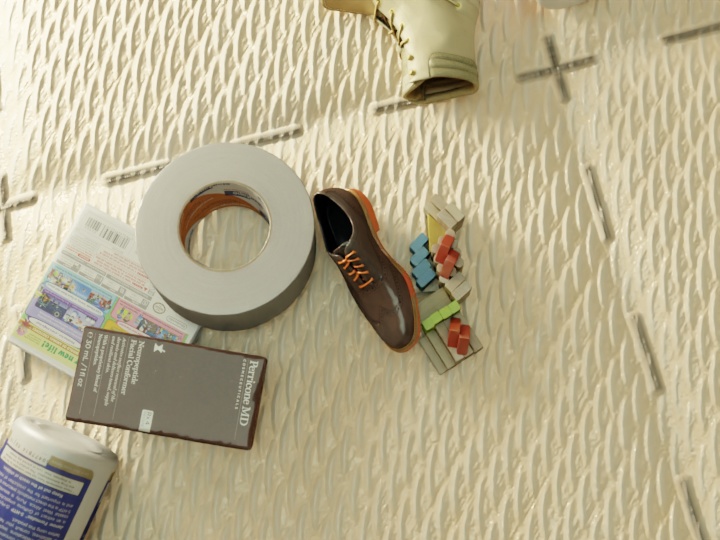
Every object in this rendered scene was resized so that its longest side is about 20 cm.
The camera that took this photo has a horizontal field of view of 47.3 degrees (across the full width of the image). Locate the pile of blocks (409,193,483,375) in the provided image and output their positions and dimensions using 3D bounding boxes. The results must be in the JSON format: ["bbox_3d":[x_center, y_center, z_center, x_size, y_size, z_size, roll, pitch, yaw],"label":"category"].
[{"bbox_3d":[0.086,0.010,0.912,0.080,0.062,0.204,-8,77,2],"label":"pile of blocks"}]

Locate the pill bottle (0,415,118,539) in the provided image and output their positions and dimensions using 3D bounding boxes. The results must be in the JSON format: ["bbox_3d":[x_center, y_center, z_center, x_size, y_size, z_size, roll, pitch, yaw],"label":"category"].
[{"bbox_3d":[-0.348,0.268,0.859,0.118,0.120,0.203,23,80,8],"label":"pill bottle"}]

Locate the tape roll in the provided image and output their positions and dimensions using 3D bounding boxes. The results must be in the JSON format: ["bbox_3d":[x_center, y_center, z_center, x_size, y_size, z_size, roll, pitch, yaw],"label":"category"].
[{"bbox_3d":[-0.148,-0.038,0.923,0.196,0.066,0.204,0,70,-1],"label":"tape roll"}]

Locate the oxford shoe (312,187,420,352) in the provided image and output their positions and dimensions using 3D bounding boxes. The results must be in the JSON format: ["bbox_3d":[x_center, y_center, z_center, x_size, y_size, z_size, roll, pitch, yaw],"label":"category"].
[{"bbox_3d":[0.000,0.000,0.905,0.071,0.072,0.202,-36,70,27],"label":"oxford shoe"}]

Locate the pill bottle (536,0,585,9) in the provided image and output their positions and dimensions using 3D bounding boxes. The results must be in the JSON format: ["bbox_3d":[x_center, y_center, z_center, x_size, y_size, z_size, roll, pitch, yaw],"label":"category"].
[{"bbox_3d":[0.227,-0.425,0.967,0.112,0.114,0.203,-18,77,0],"label":"pill bottle"}]

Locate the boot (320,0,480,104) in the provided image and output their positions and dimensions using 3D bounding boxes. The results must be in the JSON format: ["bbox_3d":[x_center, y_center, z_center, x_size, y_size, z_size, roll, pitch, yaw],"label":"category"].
[{"bbox_3d":[0.044,-0.279,0.970,0.196,0.073,0.159,2,75,-1],"label":"boot"}]

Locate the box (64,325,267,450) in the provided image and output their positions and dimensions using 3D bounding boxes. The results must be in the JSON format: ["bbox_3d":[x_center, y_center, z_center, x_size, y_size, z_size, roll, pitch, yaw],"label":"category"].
[{"bbox_3d":[-0.204,0.127,0.885,0.196,0.075,0.102,10,81,-6],"label":"box"}]

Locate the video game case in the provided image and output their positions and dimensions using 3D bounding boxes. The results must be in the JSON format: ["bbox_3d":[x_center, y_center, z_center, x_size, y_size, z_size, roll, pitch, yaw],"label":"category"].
[{"bbox_3d":[-0.280,0.045,0.952,0.198,0.022,0.184,26,81,8],"label":"video game case"}]
